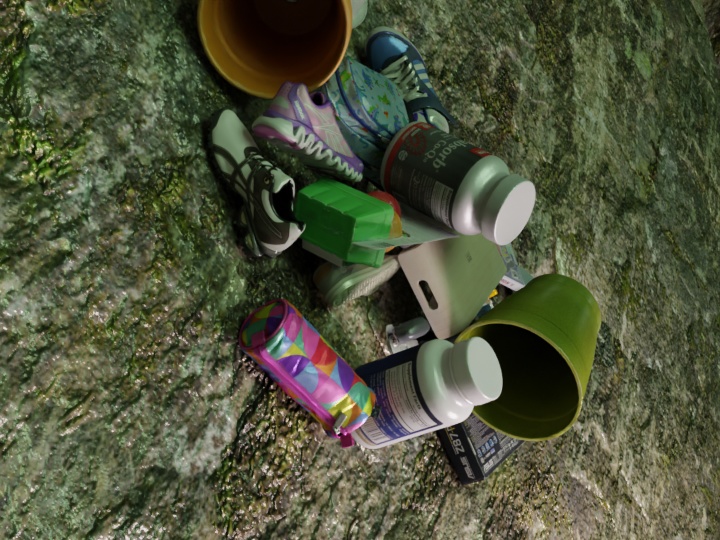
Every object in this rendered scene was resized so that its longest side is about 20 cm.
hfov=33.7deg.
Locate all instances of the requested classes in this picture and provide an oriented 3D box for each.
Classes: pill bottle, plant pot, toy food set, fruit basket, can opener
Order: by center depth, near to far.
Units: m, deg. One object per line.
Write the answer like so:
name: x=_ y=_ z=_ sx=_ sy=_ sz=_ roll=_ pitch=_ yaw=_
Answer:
pill bottle: x=0.079 y=0.153 z=1.532 sx=0.111 sy=0.199 sz=0.112 roll=33 pitch=46 yaw=-42
plant pot: x=-0.104 y=-0.352 z=1.591 sx=0.201 sy=0.199 sz=0.184 roll=56 pitch=18 yaw=-18
fruit basket: x=0.008 y=-0.063 z=1.597 sx=0.199 sy=0.184 sz=0.095 roll=-4 pitch=115 yaw=-55
pill bottle: x=0.134 y=-0.119 z=1.634 sx=0.116 sy=0.199 sz=0.117 roll=-35 pitch=141 yaw=-35
plant pot: x=0.257 y=0.106 z=1.718 sx=0.202 sy=0.199 sz=0.193 roll=59 pitch=41 yaw=-14
toy food set: x=0.133 y=-0.015 z=1.720 sx=0.200 sy=0.060 sz=0.145 roll=-49 pitch=118 yaw=-47
can opener: x=0.101 y=0.094 z=1.726 sx=0.199 sy=0.066 sz=0.054 roll=-4 pitch=76 yaw=-57

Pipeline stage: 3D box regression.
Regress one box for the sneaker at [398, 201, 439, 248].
sneaker: x=0.089 y=-0.148 z=1.809 sx=0.073 sy=0.115 sz=0.202 roll=7 pitch=65 yaw=-52

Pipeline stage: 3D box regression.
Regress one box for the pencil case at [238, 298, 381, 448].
pencil case: x=-0.062 y=0.124 z=1.452 sx=0.200 sy=0.088 sz=0.089 roll=48 pitch=37 yaw=-27

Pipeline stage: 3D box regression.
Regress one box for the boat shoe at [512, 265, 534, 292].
boat shoe: x=0.292 y=0.079 z=2.025 sx=0.073 sy=0.065 sz=0.201 roll=20 pitch=34 yaw=-41

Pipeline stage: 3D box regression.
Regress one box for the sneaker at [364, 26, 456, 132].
sneaker: x=0.079 y=-0.279 z=1.872 sx=0.201 sy=0.080 sz=0.147 roll=56 pitch=13 yaw=-29

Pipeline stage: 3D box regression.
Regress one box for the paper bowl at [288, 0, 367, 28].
paper bowl: x=-0.058 y=-0.453 z=1.781 sx=0.200 sy=0.104 sz=0.203 roll=32 pitch=47 yaw=-42

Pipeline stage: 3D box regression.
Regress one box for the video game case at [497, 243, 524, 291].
video game case: x=0.196 y=-0.077 z=1.987 sx=0.181 sy=0.023 sz=0.202 roll=23 pitch=45 yaw=-49

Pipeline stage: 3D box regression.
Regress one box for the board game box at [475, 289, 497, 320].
board game box: x=0.236 y=0.121 z=1.891 sx=0.201 sy=0.026 sz=0.200 roll=62 pitch=13 yaw=-9

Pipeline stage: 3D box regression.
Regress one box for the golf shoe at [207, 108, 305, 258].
golf shoe: x=-0.124 y=-0.119 z=1.492 sx=0.077 sy=0.094 sz=0.202 roll=-15 pitch=83 yaw=-57

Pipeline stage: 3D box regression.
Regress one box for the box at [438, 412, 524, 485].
box: x=0.178 y=0.212 z=1.789 sx=0.200 sy=0.049 sz=0.163 roll=-25 pitch=94 yaw=-59

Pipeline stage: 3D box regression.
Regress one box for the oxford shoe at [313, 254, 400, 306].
oxford shoe: x=0.000 y=0.000 z=1.636 sx=0.058 sy=0.075 sz=0.199 roll=46 pitch=28 yaw=15

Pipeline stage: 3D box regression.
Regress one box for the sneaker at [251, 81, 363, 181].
sneaker: x=-0.053 y=-0.182 z=1.547 sx=0.200 sy=0.080 sz=0.089 roll=31 pitch=75 yaw=-51

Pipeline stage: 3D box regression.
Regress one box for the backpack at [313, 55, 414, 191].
backpack: x=-0.006 y=-0.219 z=1.702 sx=0.198 sy=0.153 sz=0.165 roll=14 pitch=55 yaw=-33
